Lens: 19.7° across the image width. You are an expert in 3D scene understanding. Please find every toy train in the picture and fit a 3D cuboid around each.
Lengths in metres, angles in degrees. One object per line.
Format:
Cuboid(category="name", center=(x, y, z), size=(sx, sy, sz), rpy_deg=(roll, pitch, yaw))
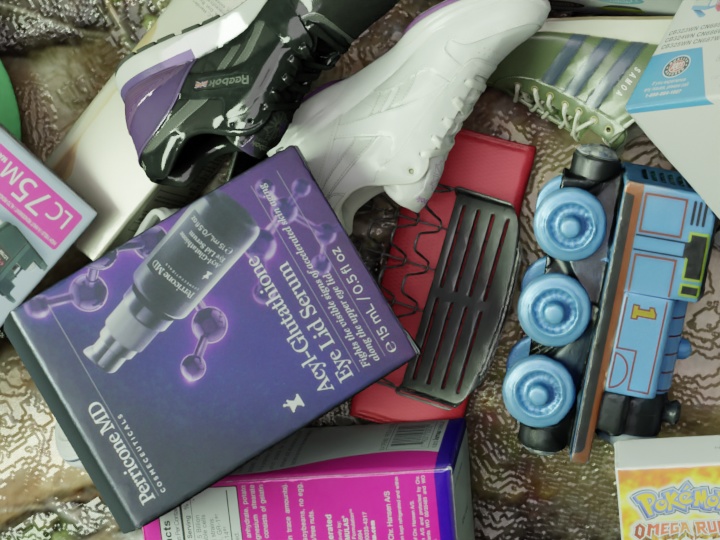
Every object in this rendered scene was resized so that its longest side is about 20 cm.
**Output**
Cuboid(category="toy train", center=(0.155, 0.024, 1.292), size=(0.113, 0.087, 0.202), rpy_deg=(10, 102, 5))

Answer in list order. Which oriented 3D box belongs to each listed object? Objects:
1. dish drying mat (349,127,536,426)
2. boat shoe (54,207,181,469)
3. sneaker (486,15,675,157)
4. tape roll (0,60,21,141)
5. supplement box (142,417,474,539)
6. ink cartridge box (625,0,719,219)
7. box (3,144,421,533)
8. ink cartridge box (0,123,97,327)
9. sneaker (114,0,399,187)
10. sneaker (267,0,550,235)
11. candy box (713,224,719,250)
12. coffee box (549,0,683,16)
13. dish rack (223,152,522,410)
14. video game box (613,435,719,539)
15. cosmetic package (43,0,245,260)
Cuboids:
Cuboid(category="dish drying mat", center=(0.053, 0.007, 1.353), size=(0.076, 0.018, 0.202), rpy_deg=(15, 91, 9))
Cuboid(category="boat shoe", center=(-0.157, 0.041, 1.337), size=(0.074, 0.065, 0.201), rpy_deg=(47, 114, 44))
Cuboid(category="sneaker", center=(0.146, -0.112, 1.313), size=(0.198, 0.067, 0.091), rpy_deg=(0, 85, 6))
Cuboid(category="tape roll", center=(-0.315, -0.098, 1.327), size=(0.048, 0.200, 0.202), rpy_deg=(-29, 84, 47))
Cuboid(category="supplement box", center=(-0.032, 0.160, 1.314), size=(0.198, 0.101, 0.104), rpy_deg=(-3, 103, 9))
Cuboid(category="ink cartridge box", center=(0.271, -0.138, 1.207), size=(0.125, 0.128, 0.201), rpy_deg=(42, 64, -29))
Cuboid(category="box", center=(-0.090, 0.043, 1.225), size=(0.199, 0.104, 0.149), rpy_deg=(-32, 88, -13))
Cuboid(category="ink cartridge box", center=(-0.268, 0.000, 1.256), size=(0.119, 0.042, 0.200), rpy_deg=(42, 89, -16))
Cuboid(category="sneaker", center=(-0.050, -0.113, 1.220), size=(0.199, 0.076, 0.088), rpy_deg=(-27, 63, 24))
Cuboid(category="sneaker", center=(0.042, -0.097, 1.270), size=(0.199, 0.075, 0.100), rpy_deg=(-34, 78, 18))
Cuboid(category="candy box", center=(0.328, -0.046, 1.233), size=(0.071, 0.168, 0.200), rpy_deg=(37, 96, -28))
Cuboid(category="coffee box", center=(0.112, -0.272, 1.254), size=(0.198, 0.198, 0.202), rpy_deg=(7, 89, 9))
Cuboid(category="dish rack", center=(0.000, 0.000, 1.328), size=(0.198, 0.054, 0.155), rpy_deg=(17, 92, 21))
Cuboid(category="video game box", center=(0.261, 0.190, 1.277), size=(0.198, 0.047, 0.184), rpy_deg=(-4, 108, 9))
Cuboid(category="cosmetic package", center=(-0.121, -0.101, 1.338), size=(0.071, 0.105, 0.200), rpy_deg=(41, 94, 9))
